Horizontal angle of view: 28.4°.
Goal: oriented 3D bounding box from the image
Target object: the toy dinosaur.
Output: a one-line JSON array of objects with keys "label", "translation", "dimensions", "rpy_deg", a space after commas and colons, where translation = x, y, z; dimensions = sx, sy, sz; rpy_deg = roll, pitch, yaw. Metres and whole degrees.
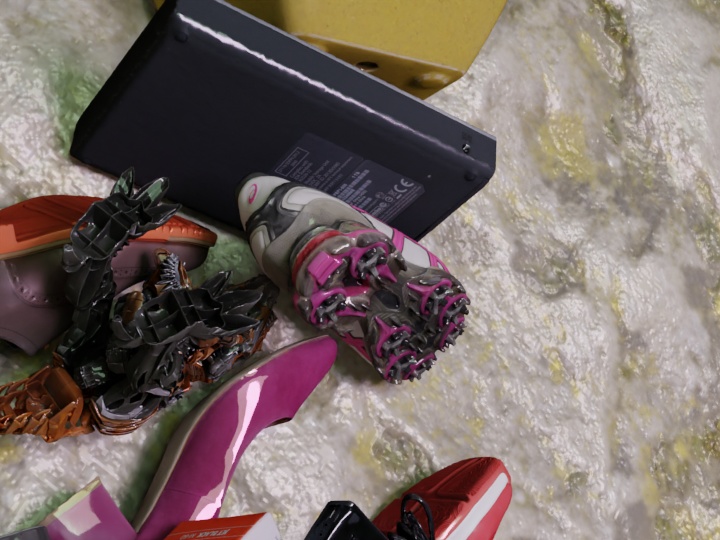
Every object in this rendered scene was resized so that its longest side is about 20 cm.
[{"label": "toy dinosaur", "translation": [-0.112, 0.042, 0.709], "dimensions": [0.102, 0.136, 0.200], "rpy_deg": [33, 43, 6]}]

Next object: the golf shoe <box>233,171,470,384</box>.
[{"label": "golf shoe", "translation": [0.000, 0.000, 0.801], "dimensions": [0.073, 0.200, 0.092], "rpy_deg": [-45, 59, 1]}]

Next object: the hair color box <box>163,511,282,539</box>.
[{"label": "hair color box", "translation": [-0.091, 0.207, 0.620], "dimensions": [0.200, 0.063, 0.112], "rpy_deg": [-41, 113, -54]}]

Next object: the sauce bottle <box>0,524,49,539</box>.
[{"label": "sauce bottle", "translation": [-0.142, 0.223, 0.666], "dimensions": [0.064, 0.065, 0.202], "rpy_deg": [-13, 78, -35]}]

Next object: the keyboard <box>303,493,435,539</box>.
[{"label": "keyboard", "translation": [0.023, 0.189, 0.716], "dimensions": [0.104, 0.039, 0.201], "rpy_deg": [-51, 125, -20]}]

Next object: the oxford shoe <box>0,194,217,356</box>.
[{"label": "oxford shoe", "translation": [-0.163, 0.002, 0.745], "dimensions": [0.198, 0.071, 0.074], "rpy_deg": [-5, 107, -40]}]

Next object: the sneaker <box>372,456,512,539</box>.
[{"label": "sneaker", "translation": [0.038, 0.207, 0.793], "dimensions": [0.200, 0.078, 0.116], "rpy_deg": [-45, 108, -24]}]

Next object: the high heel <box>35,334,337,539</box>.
[{"label": "high heel", "translation": [-0.069, 0.117, 0.746], "dimensions": [0.199, 0.067, 0.096], "rpy_deg": [-36, 88, -34]}]

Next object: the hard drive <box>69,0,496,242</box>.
[{"label": "hard drive", "translation": [-0.044, -0.068, 0.788], "dimensions": [0.198, 0.139, 0.033], "rpy_deg": [23, 52, -24]}]

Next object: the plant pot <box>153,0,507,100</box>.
[{"label": "plant pot", "translation": [-0.015, -0.197, 0.832], "dimensions": [0.193, 0.194, 0.203], "rpy_deg": [7, 74, -30]}]
